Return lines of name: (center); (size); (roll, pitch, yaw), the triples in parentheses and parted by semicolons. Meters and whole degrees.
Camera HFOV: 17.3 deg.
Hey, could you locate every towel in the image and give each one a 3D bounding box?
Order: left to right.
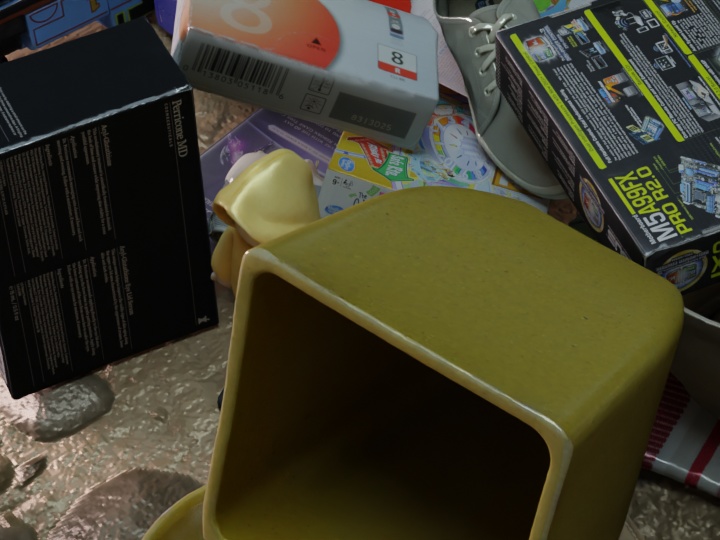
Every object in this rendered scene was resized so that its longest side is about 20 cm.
towel: (0.186, 0.064, 1.431); (0.199, 0.023, 0.144); (21, 51, 22)

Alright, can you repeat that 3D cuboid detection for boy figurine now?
boy figurine: (-0.045, 0.018, 1.364); (0.064, 0.201, 0.124); (-32, 56, -26)

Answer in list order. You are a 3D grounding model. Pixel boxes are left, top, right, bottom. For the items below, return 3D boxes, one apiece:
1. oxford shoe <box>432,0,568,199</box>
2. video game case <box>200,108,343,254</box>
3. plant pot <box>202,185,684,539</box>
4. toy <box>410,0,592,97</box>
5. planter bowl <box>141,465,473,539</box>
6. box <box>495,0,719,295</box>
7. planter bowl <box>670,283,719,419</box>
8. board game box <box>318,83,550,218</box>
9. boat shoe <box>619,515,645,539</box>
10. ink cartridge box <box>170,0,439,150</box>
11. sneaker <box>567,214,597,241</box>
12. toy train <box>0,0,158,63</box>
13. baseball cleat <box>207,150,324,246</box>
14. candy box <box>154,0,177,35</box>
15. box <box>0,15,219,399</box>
oxford shoe: (0.092, -0.125, 1.453); (0.075, 0.058, 0.201); (-25, 54, 5)
video game case: (-0.024, -0.066, 1.567); (0.143, 0.019, 0.200); (31, 56, 28)
plant pot: (0.062, 0.070, 1.226); (0.194, 0.196, 0.200); (30, 39, 24)
toy: (0.109, -0.140, 1.526); (0.200, 0.047, 0.115); (28, 66, 39)
planter bowl: (-0.028, 0.202, 1.258); (0.199, 0.084, 0.201); (4, 41, -4)
box: (0.187, -0.083, 1.340); (0.159, 0.044, 0.200); (-19, 48, -12)
planter bowl: (0.243, 0.009, 1.371); (0.199, 0.135, 0.201); (-3, 47, 3)
board game box: (0.055, -0.070, 1.481); (0.134, 0.034, 0.200); (18, 28, 1)
boat shoe: (0.089, 0.115, 1.354); (0.074, 0.069, 0.200); (-34, 54, -26)
ink cartridge box: (-0.032, -0.172, 1.476); (0.161, 0.050, 0.201); (15, 44, -13)
sneaker: (0.175, -0.056, 1.451); (0.200, 0.119, 0.074); (-29, 47, -36)
toy train: (-0.214, -0.213, 1.650); (0.199, 0.115, 0.087); (-30, 43, -24)
baseball cleat: (0.000, 0.000, 1.466); (0.199, 0.070, 0.107); (21, 63, 7)
candy box: (-0.022, -0.211, 1.651); (0.200, 0.077, 0.169); (-33, 45, -25)
box: (-0.168, -0.035, 1.419); (0.140, 0.201, 0.079); (-18, 48, -15)
